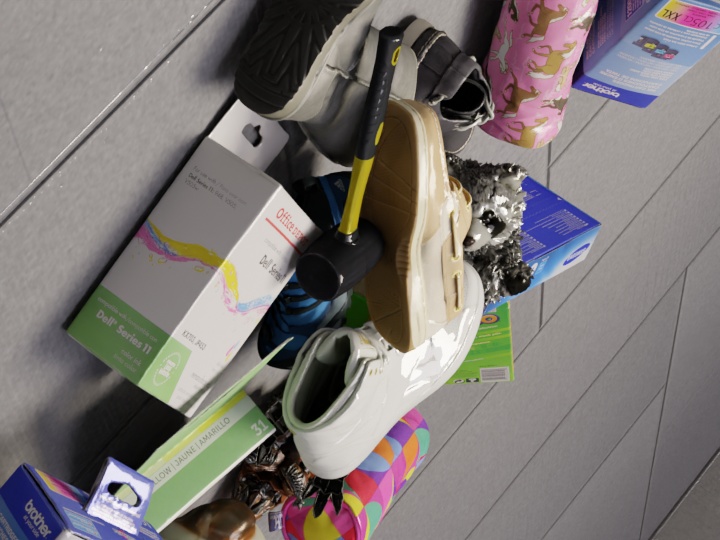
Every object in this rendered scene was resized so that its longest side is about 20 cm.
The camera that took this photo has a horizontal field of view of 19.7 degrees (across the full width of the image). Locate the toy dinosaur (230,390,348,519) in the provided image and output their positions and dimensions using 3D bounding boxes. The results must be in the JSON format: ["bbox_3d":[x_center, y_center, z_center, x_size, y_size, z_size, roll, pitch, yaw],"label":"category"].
[{"bbox_3d":[-0.051,0.128,1.700,0.136,0.101,0.201,-76,-179,-78],"label":"toy dinosaur"}]

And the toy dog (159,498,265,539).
[{"bbox_3d":[-0.128,0.270,1.596,0.140,0.192,0.201,74,18,-47],"label":"toy dog"}]

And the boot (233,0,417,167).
[{"bbox_3d":[0.004,-0.156,1.384,0.182,0.073,0.200,-52,157,10],"label":"boot"}]

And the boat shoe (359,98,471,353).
[{"bbox_3d":[0.042,-0.038,1.447,0.069,0.074,0.201,-24,134,-29],"label":"boat shoe"}]

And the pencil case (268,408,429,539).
[{"bbox_3d":[-0.005,0.186,1.816,0.200,0.088,0.089,-48,162,-57],"label":"pencil case"}]

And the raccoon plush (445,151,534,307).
[{"bbox_3d":[0.085,-0.067,1.676,0.096,0.201,0.135,-4,125,-8],"label":"raccoon plush"}]

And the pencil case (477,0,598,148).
[{"bbox_3d":[0.139,-0.189,1.621,0.087,0.082,0.201,-55,164,-43],"label":"pencil case"}]

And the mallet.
[{"bbox_3d":[0.006,-0.074,1.380,0.066,0.041,0.201,-33,145,-56],"label":"mallet"}]

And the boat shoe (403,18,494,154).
[{"bbox_3d":[0.068,-0.125,1.585,0.073,0.063,0.200,-55,161,-9],"label":"boat shoe"}]

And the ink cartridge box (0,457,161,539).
[{"bbox_3d":[-0.206,0.217,1.354,0.200,0.076,0.136,-47,139,6],"label":"ink cartridge box"}]

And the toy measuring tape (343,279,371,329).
[{"bbox_3d":[0.000,0.000,1.641,0.074,0.073,0.201,81,30,-62],"label":"toy measuring tape"}]

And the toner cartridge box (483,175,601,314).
[{"bbox_3d":[0.126,-0.027,1.825,0.200,0.095,0.043,-24,144,-55],"label":"toner cartridge box"}]

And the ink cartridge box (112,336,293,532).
[{"bbox_3d":[-0.120,0.136,1.482,0.145,0.048,0.200,-40,180,-36],"label":"ink cartridge box"}]

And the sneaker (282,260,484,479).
[{"bbox_3d":[0.019,0.058,1.536,0.200,0.073,0.116,-52,158,-12],"label":"sneaker"}]

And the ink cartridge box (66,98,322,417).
[{"bbox_3d":[-0.095,-0.010,1.382,0.201,0.067,0.117,-55,161,-4],"label":"ink cartridge box"}]

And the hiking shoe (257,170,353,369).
[{"bbox_3d":[-0.046,-0.004,1.532,0.086,0.075,0.201,2,134,-31],"label":"hiking shoe"}]

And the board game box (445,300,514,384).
[{"bbox_3d":[0.090,0.058,1.876,0.200,0.095,0.030,76,11,-68],"label":"board game box"}]

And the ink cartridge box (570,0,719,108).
[{"bbox_3d":[0.231,-0.222,1.649,0.200,0.076,0.137,133,-32,-61],"label":"ink cartridge box"}]
